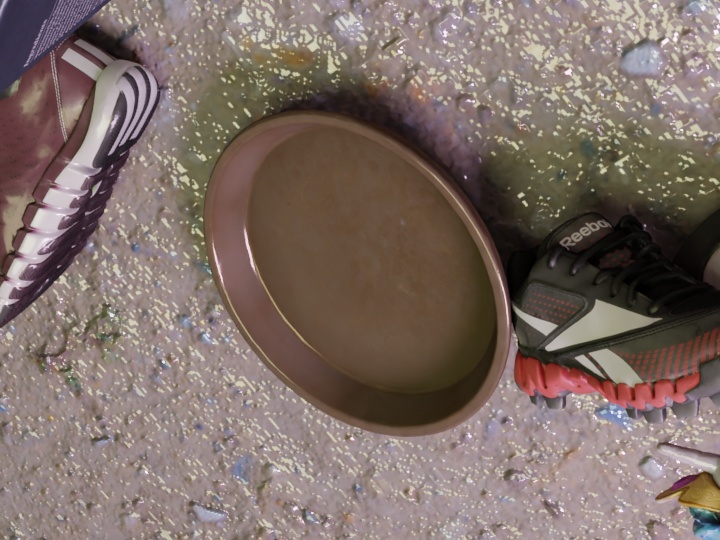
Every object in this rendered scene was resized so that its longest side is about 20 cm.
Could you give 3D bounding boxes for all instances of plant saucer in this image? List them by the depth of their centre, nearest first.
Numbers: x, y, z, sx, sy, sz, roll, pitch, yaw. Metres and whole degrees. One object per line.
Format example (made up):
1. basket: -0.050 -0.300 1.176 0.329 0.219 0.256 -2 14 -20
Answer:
1. plant saucer: 0.000 0.000 0.999 0.199 0.029 0.201 20 128 27

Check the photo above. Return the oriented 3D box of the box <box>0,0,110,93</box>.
1. box: -0.189 -0.186 0.876 0.148 0.200 0.107 34 130 1

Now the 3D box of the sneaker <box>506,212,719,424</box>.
1. sneaker: 0.134 0.020 0.906 0.200 0.071 0.098 1 109 63

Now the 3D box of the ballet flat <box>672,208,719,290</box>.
1. ballet flat: 0.218 -0.016 0.879 0.068 0.068 0.200 45 129 -7

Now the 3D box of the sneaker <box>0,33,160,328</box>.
1. sneaker: -0.203 -0.067 1.052 0.115 0.076 0.200 38 119 5

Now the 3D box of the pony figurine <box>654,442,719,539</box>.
1. pony figurine: 0.271 0.103 0.896 0.193 0.167 0.200 45 107 -8
